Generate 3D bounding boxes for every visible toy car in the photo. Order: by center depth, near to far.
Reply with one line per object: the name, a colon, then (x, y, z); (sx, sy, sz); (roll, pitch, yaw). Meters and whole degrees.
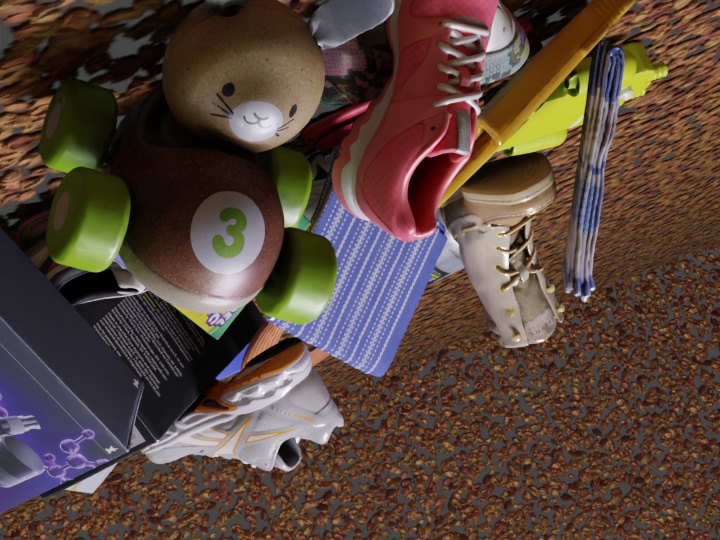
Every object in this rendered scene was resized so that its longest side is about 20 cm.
toy car: (-0.067, -0.092, 0.790); (0.163, 0.159, 0.201); (15, 127, -29)

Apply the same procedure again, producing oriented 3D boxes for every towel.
towel: (0.188, -0.084, 1.137); (0.024, 0.203, 0.147); (7, -171, 6)
towel: (0.000, 0.000, 1.142); (0.024, 0.146, 0.200); (21, 174, 31)

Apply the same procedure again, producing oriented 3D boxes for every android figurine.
android figurine: (0.195, -0.160, 1.316); (0.198, 0.041, 0.182); (-17, 169, -23)

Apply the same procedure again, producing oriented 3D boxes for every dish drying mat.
dish drying mat: (0.050, -0.144, 1.117); (0.198, 0.018, 0.077); (-25, 174, 11)

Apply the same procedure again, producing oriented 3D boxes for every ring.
ring: (-0.029, 0.029, 1.236); (0.200, 0.019, 0.201); (-38, 161, -15)

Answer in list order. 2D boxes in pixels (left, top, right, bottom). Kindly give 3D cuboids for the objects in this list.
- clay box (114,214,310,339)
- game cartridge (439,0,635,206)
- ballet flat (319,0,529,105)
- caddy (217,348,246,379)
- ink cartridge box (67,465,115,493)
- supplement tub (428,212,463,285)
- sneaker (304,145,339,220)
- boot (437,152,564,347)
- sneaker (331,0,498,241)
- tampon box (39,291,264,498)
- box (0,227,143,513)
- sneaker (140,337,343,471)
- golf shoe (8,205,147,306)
clay box: (-0.108, -0.029, 0.992); (0.115, 0.047, 0.200); (-51, 151, -5)
game cartridge: (0.115, -0.124, 1.097); (0.200, 0.032, 0.176); (-44, 179, -32)
ballet flat: (0.049, -0.158, 0.932); (0.198, 0.069, 0.071); (-16, 149, -35)
caddy: (-0.201, 0.063, 1.425); (0.199, 0.106, 0.141); (-21, -168, -34)
ink cartridge box: (-0.323, 0.151, 1.436); (0.083, 0.145, 0.200); (-52, 173, -8)
supplement tub: (0.019, -0.030, 1.358); (0.199, 0.124, 0.122); (-28, 169, 26)
sneaker: (-0.033, -0.058, 1.221); (0.198, 0.082, 0.075); (-24, 172, 16)
boot: (0.132, -0.013, 1.180); (0.072, 0.157, 0.200); (-25, -172, -17)
sneaker: (0.053, -0.109, 0.867); (0.073, 0.087, 0.202); (4, 116, -35)
tampon box: (-0.203, 0.066, 1.175); (0.149, 0.127, 0.200); (-28, -169, 33)
box: (-0.270, 0.066, 0.986); (0.140, 0.200, 0.079); (-28, -149, 18)
sneaker: (-0.099, 0.134, 1.148); (0.199, 0.092, 0.076); (-27, -167, 38)
golf shoe: (-0.160, -0.021, 1.050); (0.198, 0.093, 0.073); (-24, 147, -4)
